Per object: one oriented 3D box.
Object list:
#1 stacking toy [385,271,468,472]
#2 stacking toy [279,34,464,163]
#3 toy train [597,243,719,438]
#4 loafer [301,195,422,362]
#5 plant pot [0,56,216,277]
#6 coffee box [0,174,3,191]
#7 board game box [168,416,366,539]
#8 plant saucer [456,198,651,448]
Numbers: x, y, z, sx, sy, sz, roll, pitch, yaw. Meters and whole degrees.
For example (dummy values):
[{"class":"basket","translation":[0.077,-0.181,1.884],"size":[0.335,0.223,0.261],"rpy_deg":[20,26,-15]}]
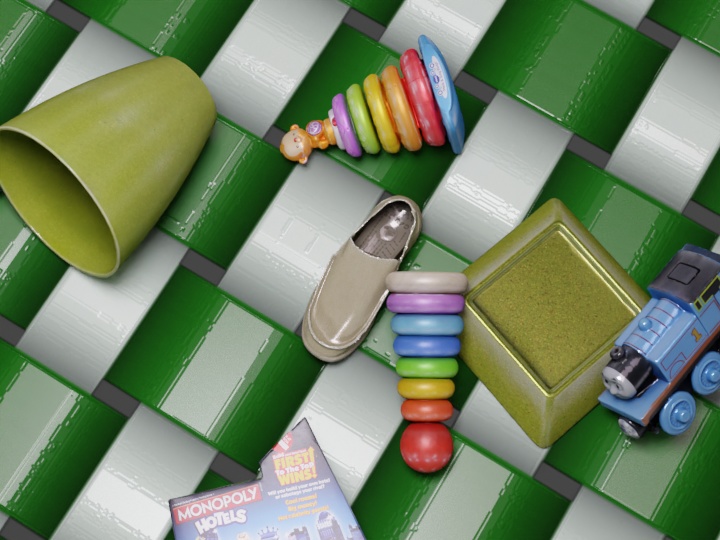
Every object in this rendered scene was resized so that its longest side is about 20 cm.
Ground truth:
[{"class":"stacking toy","translation":[0.065,0.103,1.632],"size":[0.084,0.085,0.202],"rpy_deg":[1,89,-1]},{"class":"stacking toy","translation":[0.007,-0.162,1.725],"size":[0.198,0.110,0.117],"rpy_deg":[-18,75,5]},{"class":"toy train","translation":[0.318,0.074,1.628],"size":[0.200,0.087,0.114],"rpy_deg":[-47,122,-12]},{"class":"loafer","translation":[0.000,0.000,1.677],"size":[0.075,0.068,0.201],"rpy_deg":[26,73,8]},{"class":"plant pot","translation":[-0.249,-0.128,1.674],"size":[0.187,0.188,0.200],"rpy_deg":[39,61,11]},{"class":"coffee box","translation":[-0.488,-0.093,1.690],"size":[0.199,0.044,0.123],"rpy_deg":[-30,64,-19]},{"class":"board game box","translation":[-0.082,0.257,1.594],"size":[0.198,0.062,0.202],"rpy_deg":[-12,71,-5]},{"class":"plant saucer","translation":[0.199,0.045,1.676],"size":[0.199,0.048,0.200],"rpy_deg":[-38,77,-12]}]
